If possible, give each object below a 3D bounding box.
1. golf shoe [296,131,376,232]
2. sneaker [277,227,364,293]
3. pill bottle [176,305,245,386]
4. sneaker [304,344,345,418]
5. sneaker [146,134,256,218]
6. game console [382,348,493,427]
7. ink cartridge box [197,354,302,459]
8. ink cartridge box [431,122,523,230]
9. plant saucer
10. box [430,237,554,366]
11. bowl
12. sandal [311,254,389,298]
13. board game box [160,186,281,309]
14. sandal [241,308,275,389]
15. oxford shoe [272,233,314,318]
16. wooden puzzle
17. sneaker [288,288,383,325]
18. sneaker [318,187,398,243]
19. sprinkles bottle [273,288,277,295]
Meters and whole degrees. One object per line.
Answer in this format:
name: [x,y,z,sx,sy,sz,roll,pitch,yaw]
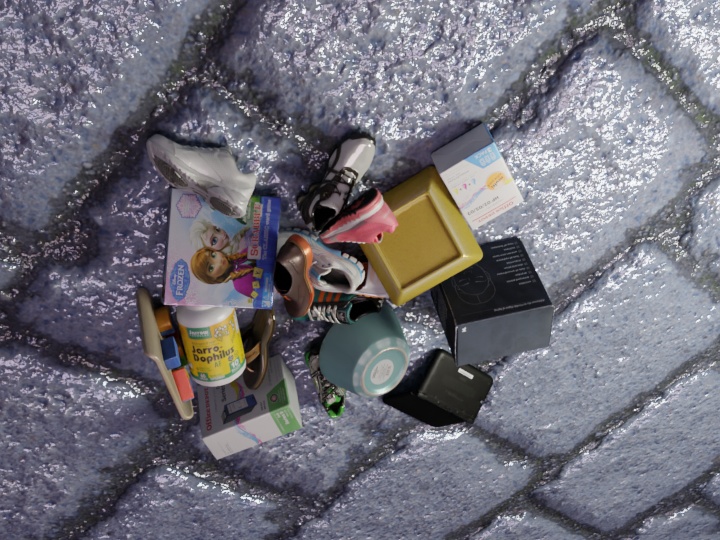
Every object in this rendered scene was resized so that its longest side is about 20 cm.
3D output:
golf shoe: [-0.033,-0.149,1.529,0.077,0.095,0.201,23,119,-30]
sneaker: [-0.086,-0.015,1.602,0.197,0.087,0.076,21,112,-1]
pill bottle: [-0.289,0.109,1.657,0.110,0.113,0.204,-10,118,-6]
sneaker: [-0.065,0.235,1.861,0.077,0.086,0.202,-18,132,1]
sneaker: [-0.264,-0.176,1.461,0.198,0.101,0.078,34,154,-14]
game console: [0.180,0.277,2.011,0.198,0.116,0.178,29,88,-35]
ink cartridge box: [-0.234,0.285,1.815,0.197,0.147,0.088,-22,133,4]
ink cartridge box: [0.226,-0.158,1.609,0.114,0.068,0.201,-29,132,11]
plant saucer: [0.099,-0.057,1.610,0.198,0.049,0.202,-29,100,12]
box: [0.255,0.059,1.720,0.196,0.198,0.126,-11,133,-5]
bowl: [0.025,0.179,1.780,0.198,0.105,0.204,-19,127,-27]
sandal: [0.000,0.008,1.675,0.202,0.081,0.059,-1,160,-13]
board game box: [-0.245,-0.037,1.530,0.195,0.041,0.205,3,97,-21]
sandal: [-0.215,0.150,1.743,0.054,0.082,0.203,-4,130,-31]
oxford shoe: [-0.130,0.024,1.564,0.073,0.070,0.202,-45,152,-33]
wooden puzzle: [-0.359,0.153,1.639,0.045,0.187,0.202,-20,134,-3]
sneaker: [-0.050,0.070,1.719,0.196,0.081,0.072,-15,131,3]
sneaker: [-0.006,-0.073,1.555,0.087,0.074,0.199,44,150,-14]
sprinkles bottle: [-0.241,-0.012,1.600,0.197,0.069,0.069,20,123,-25]
